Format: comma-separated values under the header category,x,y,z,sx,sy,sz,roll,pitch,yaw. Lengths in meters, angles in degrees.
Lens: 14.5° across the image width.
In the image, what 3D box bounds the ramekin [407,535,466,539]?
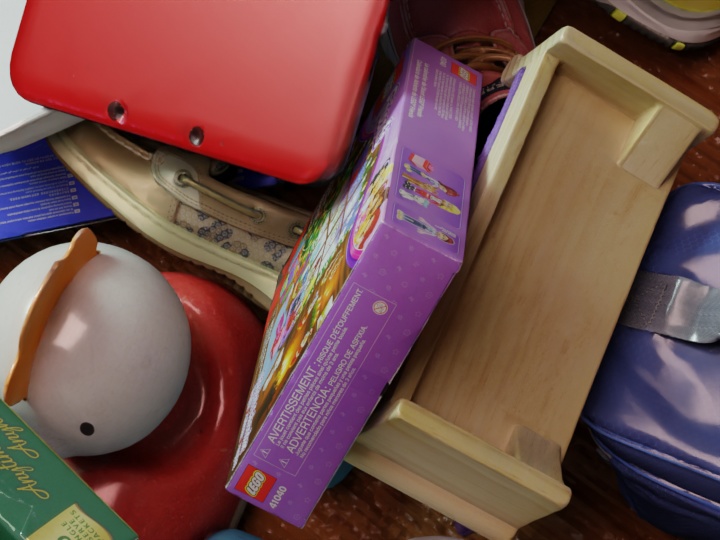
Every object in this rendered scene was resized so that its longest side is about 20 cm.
category,x,y,z,sx,sy,sz,roll,pitch,yaw
ramekin,0.034,0.208,1.175,0.200,0.098,0.201,-28,43,30

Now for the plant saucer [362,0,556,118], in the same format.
category,x,y,z,sx,sy,sz,roll,pitch,yaw
plant saucer,0.013,-0.184,1.420,0.200,0.048,0.200,26,78,25

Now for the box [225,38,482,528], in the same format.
category,x,y,z,sx,sy,sz,roll,pitch,yaw
box,0.000,0.000,1.184,0.039,0.200,0.137,27,114,-8

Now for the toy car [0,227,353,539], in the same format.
category,x,y,z,sx,sy,sz,roll,pitch,yaw
toy car,-0.124,0.061,1.275,0.184,0.200,0.177,19,75,24

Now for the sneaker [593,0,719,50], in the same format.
category,x,y,z,sx,sy,sz,roll,pitch,yaw
sneaker,0.101,-0.182,1.328,0.200,0.076,0.076,24,50,-8

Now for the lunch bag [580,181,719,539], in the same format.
category,x,y,z,sx,sy,sz,roll,pitch,yaw
lunch bag,0.198,0.057,1.210,0.200,0.132,0.136,18,75,24

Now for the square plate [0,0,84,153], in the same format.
category,x,y,z,sx,sy,sz,roll,pitch,yaw
square plate,-0.140,-0.126,1.368,0.198,0.028,0.200,-25,36,-4

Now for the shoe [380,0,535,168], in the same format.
category,x,y,z,sx,sy,sz,roll,pitch,yaw
shoe,0.059,-0.085,1.308,0.071,0.091,0.201,-15,80,-8

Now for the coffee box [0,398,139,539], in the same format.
category,x,y,z,sx,sy,sz,roll,pitch,yaw
coffee box,-0.159,0.142,1.250,0.044,0.200,0.123,-35,65,-31

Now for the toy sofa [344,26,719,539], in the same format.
category,x,y,z,sx,sy,sz,roll,pitch,yaw
toy sofa,0.066,0.008,1.181,0.083,0.098,0.200,29,67,-12

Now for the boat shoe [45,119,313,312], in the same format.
category,x,y,z,sx,sy,sz,roll,pitch,yaw
boat shoe,-0.054,-0.027,1.334,0.200,0.073,0.063,31,98,-1

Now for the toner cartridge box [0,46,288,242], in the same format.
category,x,y,z,sx,sy,sz,roll,pitch,yaw
toner cartridge box,-0.136,-0.070,1.403,0.199,0.043,0.095,-10,93,14

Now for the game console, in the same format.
category,x,y,z,sx,sy,sz,roll,pitch,yaw
game console,-0.037,-0.139,1.266,0.200,0.119,0.172,18,34,35
